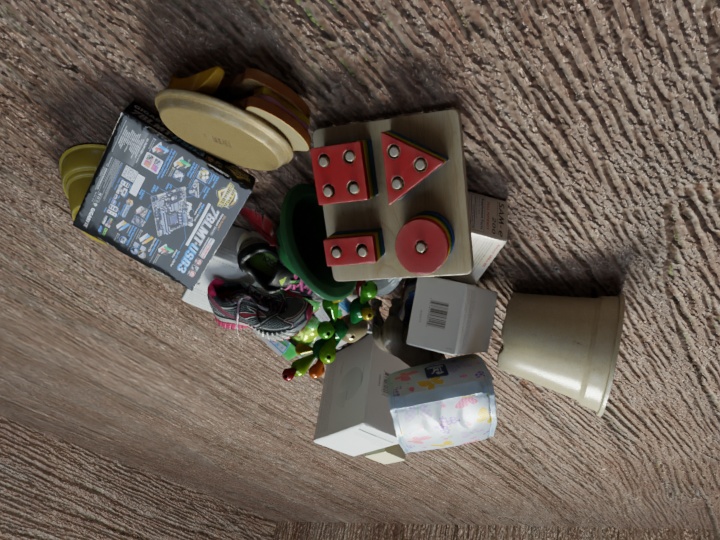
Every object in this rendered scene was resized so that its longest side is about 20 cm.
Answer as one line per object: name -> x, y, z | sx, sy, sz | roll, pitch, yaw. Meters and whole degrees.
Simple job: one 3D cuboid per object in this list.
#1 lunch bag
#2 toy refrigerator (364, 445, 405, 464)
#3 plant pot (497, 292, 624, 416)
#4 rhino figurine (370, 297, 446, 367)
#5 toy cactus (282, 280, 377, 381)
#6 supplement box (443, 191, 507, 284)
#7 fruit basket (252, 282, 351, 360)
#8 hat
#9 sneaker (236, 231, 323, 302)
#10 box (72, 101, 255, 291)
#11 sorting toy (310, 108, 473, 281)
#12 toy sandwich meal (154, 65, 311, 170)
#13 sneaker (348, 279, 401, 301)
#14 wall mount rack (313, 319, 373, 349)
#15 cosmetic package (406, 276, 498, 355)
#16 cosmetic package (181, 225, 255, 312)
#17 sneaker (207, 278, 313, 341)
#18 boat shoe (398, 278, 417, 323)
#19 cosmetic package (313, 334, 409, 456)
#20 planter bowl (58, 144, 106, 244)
lunch bag -> 0.132, 0.213, 0.980 | 0.165, 0.131, 0.201 | -13, 157, 5
toy refrigerator -> 0.064, 0.326, 1.384 | 0.069, 0.205, 0.075 | 28, 145, -28
plant pot -> 0.332, 0.120, 1.027 | 0.178, 0.204, 0.202 | 12, 151, 19
rhino figurine -> 0.090, 0.125, 1.035 | 0.059, 0.089, 0.199 | -26, 133, 34
toy cactus -> -0.039, 0.091, 0.971 | 0.101, 0.203, 0.164 | 36, -170, 20
supplement box -> 0.102, -0.061, 0.890 | 0.194, 0.075, 0.127 | 14, 148, -7
fruit basket -> -0.121, 0.064, 1.083 | 0.184, 0.094, 0.201 | 41, 137, 3
hat -> -0.115, -0.024, 0.918 | 0.173, 0.205, 0.164 | -24, 142, 33
sneaker -> -0.114, 0.007, 0.969 | 0.196, 0.088, 0.075 | 26, 111, -7
box -> -0.280, -0.098, 0.867 | 0.195, 0.050, 0.201 | 29, 117, -18
sorting toy -> 0.035, -0.085, 0.767 | 0.193, 0.070, 0.206 | -3, 104, 20
toy sandwich meal -> -0.159, -0.194, 0.759 | 0.200, 0.072, 0.205 | 18, 170, 3
sneaker -> 0.000, 0.000, 1.020 | 0.091, 0.077, 0.198 | 31, 141, -24
wall mount rack -> -0.072, 0.091, 1.184 | 0.171, 0.076, 0.199 | 24, 145, -28
cosmetic package -> 0.153, 0.074, 0.973 | 0.083, 0.111, 0.199 | 10, 178, 26
cosmetic package -> -0.246, 0.002, 1.088 | 0.099, 0.076, 0.200 | 21, 147, -18
sneaker -> -0.171, 0.062, 1.010 | 0.194, 0.082, 0.076 | 3, 133, 20
boat shoe -> 0.097, 0.069, 1.096 | 0.070, 0.074, 0.202 | 10, 142, -5
cosmetic package -> 0.009, 0.273, 1.317 | 0.121, 0.204, 0.199 | 26, 145, -26
planter bowl -> -0.392, -0.098, 0.961 | 0.194, 0.085, 0.202 | 7, 147, 5
